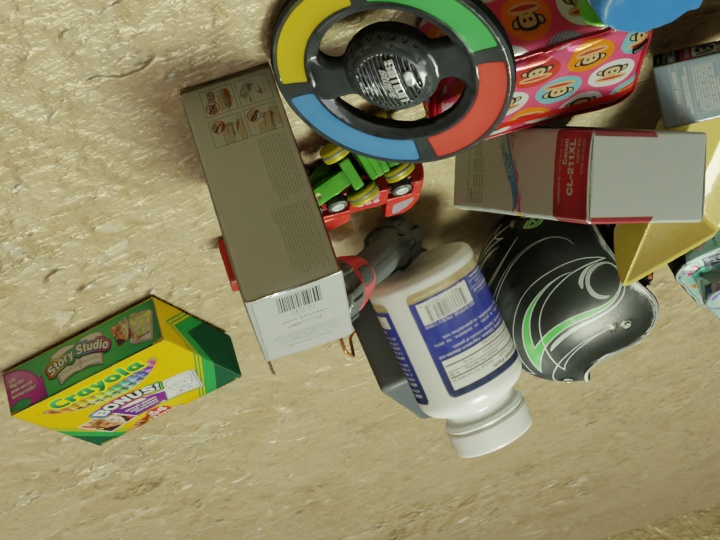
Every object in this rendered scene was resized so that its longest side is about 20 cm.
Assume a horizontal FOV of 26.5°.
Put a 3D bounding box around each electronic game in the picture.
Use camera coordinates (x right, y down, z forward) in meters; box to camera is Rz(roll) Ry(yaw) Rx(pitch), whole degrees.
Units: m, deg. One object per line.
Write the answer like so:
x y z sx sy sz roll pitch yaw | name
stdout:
0.025 -0.160 1.209 0.197 0.042 0.201 8 139 7 | electronic game

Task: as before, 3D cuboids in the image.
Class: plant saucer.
0.335 -0.102 1.557 0.199 0.048 0.202 -24 142 -44 | plant saucer

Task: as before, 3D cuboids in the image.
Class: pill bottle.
0.099 0.085 1.588 0.118 0.202 0.120 -24 -169 5 | pill bottle

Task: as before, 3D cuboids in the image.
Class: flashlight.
0.000 0.000 1.518 0.200 0.067 0.069 -40 152 -63 | flashlight

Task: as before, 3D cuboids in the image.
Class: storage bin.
0.054 0.085 1.749 0.144 0.136 0.200 -24 155 12 | storage bin

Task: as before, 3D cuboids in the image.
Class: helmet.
0.218 0.020 1.660 0.190 0.202 0.199 -36 152 25 | helmet

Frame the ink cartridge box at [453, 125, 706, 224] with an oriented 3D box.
0.200 -0.092 1.423 0.144 0.084 0.199 -3 -172 -34 | ink cartridge box

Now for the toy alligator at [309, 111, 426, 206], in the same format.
-0.018 -0.090 1.400 0.199 0.060 0.054 -33 -161 2 | toy alligator

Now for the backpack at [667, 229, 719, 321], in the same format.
0.468 -0.033 1.811 0.199 0.152 0.177 -31 153 14 | backpack

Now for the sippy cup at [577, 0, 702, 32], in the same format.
0.201 -0.254 1.129 0.138 0.132 0.177 -27 156 18 | sippy cup

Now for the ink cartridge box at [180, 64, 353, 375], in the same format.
-0.076 -0.038 1.294 0.083 0.202 0.176 -18 157 -4 | ink cartridge box

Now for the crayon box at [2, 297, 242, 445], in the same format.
-0.257 0.115 1.665 0.198 0.059 0.172 -27 156 16 | crayon box

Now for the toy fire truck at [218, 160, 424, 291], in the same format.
-0.038 -0.051 1.487 0.197 0.049 0.141 -16 157 -11 | toy fire truck

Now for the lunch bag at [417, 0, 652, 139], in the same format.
0.145 -0.179 1.323 0.197 0.083 0.177 -15 160 -5 | lunch bag

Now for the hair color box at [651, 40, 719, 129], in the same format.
0.370 -0.186 1.398 0.197 0.061 0.099 -11 -168 14 | hair color box
